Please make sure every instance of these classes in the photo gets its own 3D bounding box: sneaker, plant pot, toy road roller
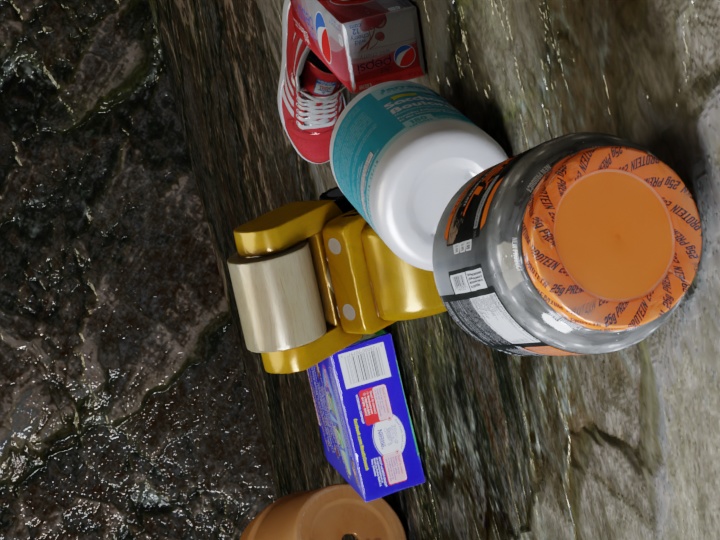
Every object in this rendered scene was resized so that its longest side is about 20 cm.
[{"bbox_3d":[-0.039,-0.173,1.840,0.113,0.071,0.201,-113,15,-53],"label":"sneaker"},{"bbox_3d":[-0.034,0.333,2.148,0.140,0.198,0.202,-54,49,55],"label":"plant pot"},{"bbox_3d":[0.000,0.000,1.572,0.145,0.199,0.124,-1,108,42],"label":"toy road roller"}]

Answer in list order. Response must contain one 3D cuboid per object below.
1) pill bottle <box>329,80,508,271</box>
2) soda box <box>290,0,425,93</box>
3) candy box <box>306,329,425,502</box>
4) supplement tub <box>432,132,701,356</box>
[{"bbox_3d":[0.040,-0.080,1.433,0.200,0.110,0.112,-129,27,-65],"label":"pill bottle"},{"bbox_3d":[-0.008,-0.216,1.618,0.200,0.069,0.064,-126,23,-63],"label":"soda box"},{"bbox_3d":[-0.003,0.140,2.035,0.200,0.076,0.171,-150,46,-74],"label":"candy box"},{"bbox_3d":[0.118,-0.012,1.079,0.200,0.121,0.124,163,93,-79],"label":"supplement tub"}]
